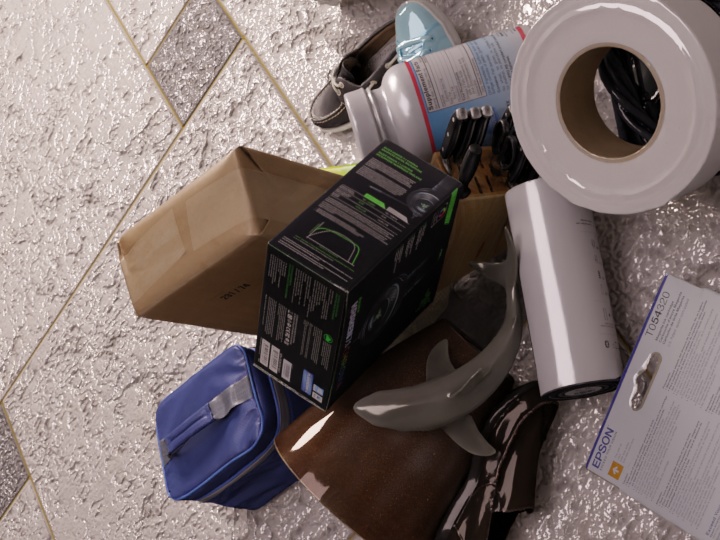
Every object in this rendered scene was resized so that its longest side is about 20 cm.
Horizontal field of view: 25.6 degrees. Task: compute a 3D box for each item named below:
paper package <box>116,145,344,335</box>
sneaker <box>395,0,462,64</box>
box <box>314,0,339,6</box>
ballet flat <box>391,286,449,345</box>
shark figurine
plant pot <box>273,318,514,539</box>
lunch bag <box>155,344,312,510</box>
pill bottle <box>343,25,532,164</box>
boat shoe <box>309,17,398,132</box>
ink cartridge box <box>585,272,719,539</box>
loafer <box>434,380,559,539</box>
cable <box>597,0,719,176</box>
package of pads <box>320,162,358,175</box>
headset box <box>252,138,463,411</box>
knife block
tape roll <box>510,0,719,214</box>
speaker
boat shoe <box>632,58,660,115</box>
[{"bbox_3d":[-0.115,-0.024,1.650,0.200,0.190,0.104,-33,60,35],"label":"paper package"},{"bbox_3d":[0.068,-0.192,1.656,0.074,0.082,0.200,-21,80,33],"label":"sneaker"},{"bbox_3d":[-0.047,-0.423,1.796,0.199,0.131,0.200,-179,104,-80],"label":"box"},{"bbox_3d":[0.005,0.054,1.627,0.200,0.062,0.068,-26,84,0],"label":"ballet flat"},{"bbox_3d":[0.107,0.078,1.445,0.128,0.090,0.215,37,78,9],"label":"shark figurine"},{"bbox_3d":[0.051,0.152,1.545,0.200,0.187,0.187,-48,45,4],"label":"plant pot"},{"bbox_3d":[-0.142,0.176,1.761,0.200,0.132,0.136,-39,51,32],"label":"lunch bag"},{"bbox_3d":[0.090,-0.164,1.568,0.200,0.109,0.109,-17,57,0],"label":"pill bottle"},{"bbox_3d":[0.004,-0.221,1.787,0.200,0.060,0.074,-27,57,39],"label":"boat shoe"},{"bbox_3d":[0.306,0.125,1.356,0.200,0.043,0.197,31,102,50],"label":"ink cartridge box"},{"bbox_3d":[0.143,0.200,1.498,0.071,0.073,0.200,31,104,36],"label":"loafer"},{"bbox_3d":[0.291,-0.180,1.415,0.163,0.051,0.200,-6,95,42],"label":"cable"},{"bbox_3d":[-0.026,-0.016,1.747,0.154,0.068,0.200,-3,75,46],"label":"package of pads"},{"bbox_3d":[0.000,0.000,1.489,0.093,0.200,0.174,32,140,18],"label":"headset box"},{"bbox_3d":[0.093,-0.075,1.542,0.200,0.176,0.064,-32,54,21],"label":"knife block"},{"bbox_3d":[0.234,-0.153,1.396,0.202,0.071,0.203,12,110,34],"label":"tape roll"},{"bbox_3d":[0.189,0.015,1.470,0.081,0.081,0.200,-22,71,41],"label":"speaker"},{"bbox_3d":[0.286,-0.239,1.483,0.076,0.060,0.200,18,92,47],"label":"boat shoe"}]
